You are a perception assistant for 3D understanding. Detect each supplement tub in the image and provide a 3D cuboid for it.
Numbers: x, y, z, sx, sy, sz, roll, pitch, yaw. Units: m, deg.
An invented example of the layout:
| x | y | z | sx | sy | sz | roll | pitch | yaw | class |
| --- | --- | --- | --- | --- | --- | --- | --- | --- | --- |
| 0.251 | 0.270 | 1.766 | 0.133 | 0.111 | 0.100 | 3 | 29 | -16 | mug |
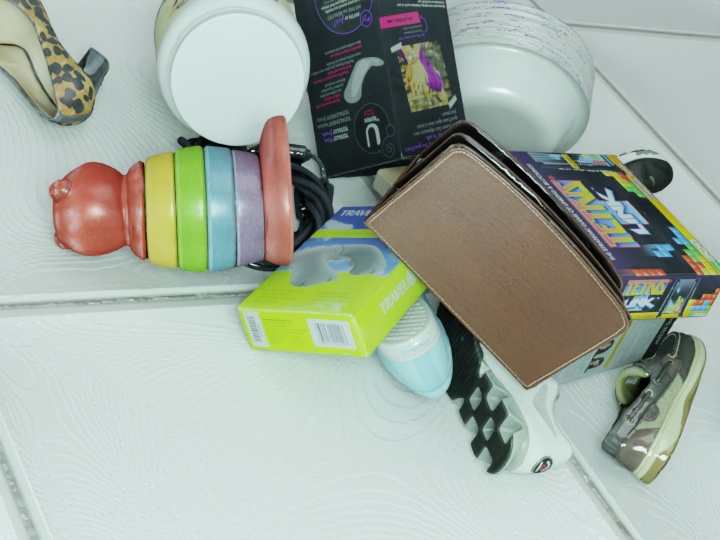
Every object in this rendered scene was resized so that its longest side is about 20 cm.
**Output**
| x | y | z | sx | sy | sz | roll | pitch | yaw | class |
| --- | --- | --- | --- | --- | --- | --- | --- | --- | --- |
| -0.125 | -0.208 | 1.387 | 0.144 | 0.146 | 0.200 | 15 | 19 | -15 | supplement tub |

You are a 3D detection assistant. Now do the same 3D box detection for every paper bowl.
| x | y | z | sx | sy | sz | roll | pitch | yaw | class |
| --- | --- | --- | --- | --- | --- | --- | --- | --- | --- |
| 0.144 | -0.180 | 1.521 | 0.200 | 0.201 | 0.105 | 19 | 56 | -10 | paper bowl |

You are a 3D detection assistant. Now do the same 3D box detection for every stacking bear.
| x | y | z | sx | sy | sz | roll | pitch | yaw | class |
| --- | --- | --- | --- | --- | --- | --- | --- | --- | --- |
| -0.159 | -0.054 | 1.213 | 0.199 | 0.122 | 0.114 | -3 | 51 | -7 | stacking bear |

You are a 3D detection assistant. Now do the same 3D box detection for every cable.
| x | y | z | sx | sy | sz | roll | pitch | yaw | class |
| --- | --- | --- | --- | --- | --- | --- | --- | --- | --- |
| -0.104 | -0.071 | 1.342 | 0.162 | 0.051 | 0.200 | 20 | 35 | -8 | cable |

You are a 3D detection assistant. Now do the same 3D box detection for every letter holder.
| x | y | z | sx | sy | sz | roll | pitch | yaw | class |
| --- | --- | --- | --- | --- | --- | --- | --- | --- | --- |
| 0.130 | -0.027 | 1.174 | 0.200 | 0.142 | 0.101 | 45 | 47 | -6 | letter holder |

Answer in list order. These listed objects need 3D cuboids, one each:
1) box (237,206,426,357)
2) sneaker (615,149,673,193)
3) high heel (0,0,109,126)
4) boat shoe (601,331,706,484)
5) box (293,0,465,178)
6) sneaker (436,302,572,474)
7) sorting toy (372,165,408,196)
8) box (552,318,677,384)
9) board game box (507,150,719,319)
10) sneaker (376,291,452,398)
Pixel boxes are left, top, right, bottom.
| x | y | z | sx | sy | sz | roll | pitch | yaw | class |
| --- | --- | --- | --- | --- | --- | --- | --- | --- | --- |
| 0.000 | 0.000 | 1.241 | 0.121 | 0.048 | 0.200 | 2 | 32 | 34 | box |
| 0.278 | -0.075 | 1.595 | 0.199 | 0.076 | 0.088 | -8 | 61 | -35 | sneaker |
| -0.334 | -0.211 | 1.356 | 0.199 | 0.072 | 0.143 | 28 | 27 | -13 | high heel |
| 0.266 | 0.111 | 1.322 | 0.066 | 0.072 | 0.201 | 32 | 39 | 0 | boat shoe |
| 0.020 | -0.201 | 1.443 | 0.106 | 0.122 | 0.201 | -8 | 89 | -44 | box |
| 0.125 | 0.094 | 1.257 | 0.088 | 0.074 | 0.201 | 7 | 47 | -29 | sneaker |
| 0.134 | -0.022 | 1.409 | 0.199 | 0.070 | 0.199 | -10 | 46 | -42 | sorting toy |
| 0.219 | 0.054 | 1.356 | 0.199 | 0.083 | 0.049 | -10 | 47 | -42 | box |
| 0.223 | -0.037 | 1.364 | 0.164 | 0.057 | 0.200 | 0 | 38 | -34 | board game box |
| 0.036 | 0.051 | 1.272 | 0.074 | 0.082 | 0.200 | -22 | 24 | 4 | sneaker |
